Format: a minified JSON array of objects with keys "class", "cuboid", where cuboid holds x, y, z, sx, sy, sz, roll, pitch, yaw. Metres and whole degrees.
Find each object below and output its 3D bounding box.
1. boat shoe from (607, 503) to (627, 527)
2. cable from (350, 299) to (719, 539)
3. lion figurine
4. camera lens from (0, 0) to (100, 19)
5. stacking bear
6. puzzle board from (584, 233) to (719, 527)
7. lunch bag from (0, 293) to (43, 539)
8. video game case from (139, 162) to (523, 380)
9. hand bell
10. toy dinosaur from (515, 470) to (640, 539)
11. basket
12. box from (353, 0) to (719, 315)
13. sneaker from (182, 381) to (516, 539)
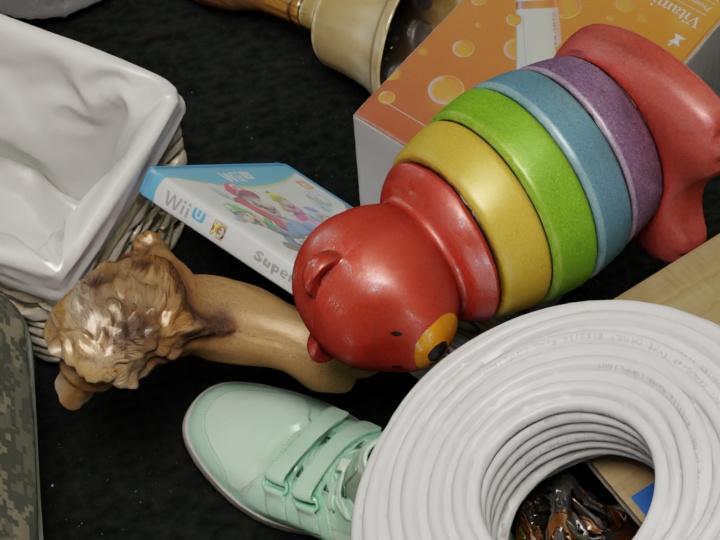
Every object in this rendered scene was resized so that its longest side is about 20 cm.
[{"class":"boat shoe","cuboid":[0.201,0.138,0.958,0.199,0.072,0.068,0,82,10]},{"class":"cable","cuboid":[0.094,0.104,0.827,0.200,0.069,0.200,-46,48,-15]},{"class":"lion figurine","cuboid":[-0.058,0.029,0.987,0.199,0.073,0.123,3,14,-11]},{"class":"camera lens","cuboid":[-0.215,-0.269,1.188,0.159,0.160,0.200,-29,60,-14]},{"class":"stacking bear","cuboid":[0.058,-0.023,0.925,0.199,0.122,0.114,-32,65,-21]},{"class":"puzzle board","cuboid":[0.188,0.040,0.909,0.199,0.017,0.151,-31,45,-8]},{"class":"lunch bag","cuboid":[-0.254,0.103,0.965,0.167,0.139,0.201,-29,54,26]},{"class":"video game case","cuboid":[0.000,0.000,1.028,0.199,0.143,0.018,33,108,22]},{"class":"hand bell","cuboid":[-0.040,-0.154,1.163,0.199,0.104,0.104,20,60,30]},{"class":"toy dinosaur","cuboid":[0.163,0.164,0.916,0.199,0.136,0.103,30,52,-13]},{"class":"basket","cuboid":[-0.201,-0.047,1.068,0.199,0.124,0.136,20,61,17]},{"class":"box","cuboid":[0.105,-0.092,1.092,0.124,0.098,0.200,32,65,22]},{"class":"sneaker","cuboid":[-0.006,0.089,0.971,0.200,0.118,0.074,27,64,21]}]
